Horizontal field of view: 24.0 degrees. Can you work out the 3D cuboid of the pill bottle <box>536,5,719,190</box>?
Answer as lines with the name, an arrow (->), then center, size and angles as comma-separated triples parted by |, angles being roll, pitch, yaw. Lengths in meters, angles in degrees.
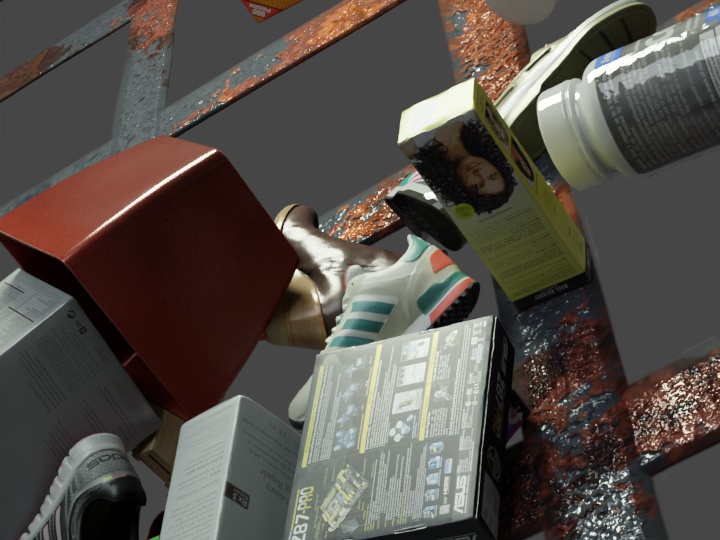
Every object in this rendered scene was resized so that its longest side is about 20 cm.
pill bottle -> 0.261, -0.146, 1.454 | 0.200, 0.114, 0.114 | -21, 32, 26

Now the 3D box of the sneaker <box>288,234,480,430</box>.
sneaker -> 0.003, 0.051, 1.449 | 0.200, 0.070, 0.093 | -41, 70, -6

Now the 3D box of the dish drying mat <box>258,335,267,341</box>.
dish drying mat -> -0.066, 0.036, 1.650 | 0.200, 0.018, 0.077 | -7, 42, 43

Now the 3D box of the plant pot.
plant pot -> -0.176, -0.010, 1.512 | 0.176, 0.200, 0.200 | -44, 28, -15

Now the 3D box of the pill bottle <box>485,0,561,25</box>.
pill bottle -> 0.199, -0.359, 1.838 | 0.112, 0.112, 0.200 | -12, 36, 38

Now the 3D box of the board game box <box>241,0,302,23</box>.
board game box -> -0.098, -0.498, 2.282 | 0.200, 0.200, 0.200 | -24, 31, 24

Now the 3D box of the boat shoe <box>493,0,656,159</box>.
boat shoe -> 0.196, -0.193, 1.636 | 0.200, 0.075, 0.068 | -42, 34, -7

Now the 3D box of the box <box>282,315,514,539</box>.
box -> 0.031, 0.134, 1.288 | 0.161, 0.049, 0.200 | -13, 42, 21

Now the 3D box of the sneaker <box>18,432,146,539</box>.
sneaker -> -0.237, 0.241, 1.431 | 0.087, 0.074, 0.200 | 36, 104, 48

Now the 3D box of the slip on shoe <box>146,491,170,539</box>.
slip on shoe -> -0.131, 0.199, 1.438 | 0.074, 0.061, 0.200 | -6, 39, 46

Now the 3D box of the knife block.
knife block -> -0.161, 0.100, 1.599 | 0.176, 0.064, 0.200 | -47, 29, -7

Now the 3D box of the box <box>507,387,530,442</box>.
box -> 0.025, 0.163, 1.343 | 0.200, 0.036, 0.143 | -50, 31, -20

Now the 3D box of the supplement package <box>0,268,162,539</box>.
supplement package -> -0.317, 0.127, 1.499 | 0.200, 0.152, 0.151 | -40, 27, -18

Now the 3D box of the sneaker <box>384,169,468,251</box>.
sneaker -> 0.098, -0.082, 1.553 | 0.121, 0.084, 0.200 | -43, 12, -5

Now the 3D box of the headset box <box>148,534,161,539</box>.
headset box -> -0.202, 0.318, 1.308 | 0.200, 0.093, 0.174 | -24, 31, 21

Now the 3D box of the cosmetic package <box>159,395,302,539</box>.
cosmetic package -> -0.094, 0.206, 1.284 | 0.074, 0.102, 0.200 | -29, 38, 31

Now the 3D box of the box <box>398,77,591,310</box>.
box -> 0.113, -0.060, 1.400 | 0.075, 0.200, 0.050 | -25, 33, 24

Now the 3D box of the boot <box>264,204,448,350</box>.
boot -> 0.000, 0.000, 1.569 | 0.166, 0.072, 0.200 | -7, 37, 8
